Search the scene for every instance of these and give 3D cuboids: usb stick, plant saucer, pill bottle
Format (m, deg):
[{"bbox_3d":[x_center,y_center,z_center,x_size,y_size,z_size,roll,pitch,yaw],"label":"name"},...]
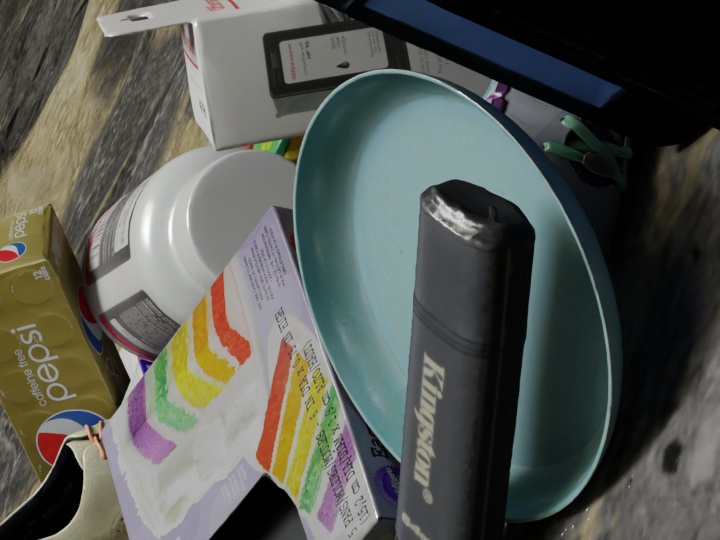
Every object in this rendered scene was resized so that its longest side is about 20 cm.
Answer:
[{"bbox_3d":[0.041,0.054,1.059,0.055,0.033,0.200,32,134,35],"label":"usb stick"},{"bbox_3d":[0.044,0.009,1.082,0.200,0.027,0.200,31,132,42],"label":"plant saucer"},{"bbox_3d":[-0.088,-0.011,1.492,0.200,0.111,0.111,155,134,-69],"label":"pill bottle"}]

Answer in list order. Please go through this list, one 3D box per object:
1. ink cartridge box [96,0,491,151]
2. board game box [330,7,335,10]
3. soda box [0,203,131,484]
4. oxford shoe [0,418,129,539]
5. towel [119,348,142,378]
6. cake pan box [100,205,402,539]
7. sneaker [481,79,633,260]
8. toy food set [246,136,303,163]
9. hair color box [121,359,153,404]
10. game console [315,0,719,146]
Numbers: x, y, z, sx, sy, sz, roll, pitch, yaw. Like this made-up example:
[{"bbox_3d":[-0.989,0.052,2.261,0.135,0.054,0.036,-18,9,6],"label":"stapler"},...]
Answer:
[{"bbox_3d":[-0.025,-0.107,1.275,0.116,0.200,0.068,-128,29,-78],"label":"ink cartridge box"},{"bbox_3d":[0.031,-0.156,1.198,0.200,0.126,0.035,-131,29,-77],"label":"board game box"},{"bbox_3d":[-0.187,0.061,1.586,0.064,0.068,0.200,-96,-12,-56],"label":"soda box"},{"bbox_3d":[-0.118,0.105,1.409,0.200,0.074,0.071,-47,36,0],"label":"oxford shoe"},{"bbox_3d":[-0.149,0.073,1.729,0.200,0.023,0.144,-62,18,20],"label":"towel"},{"bbox_3d":[-0.044,0.102,1.233,0.184,0.052,0.200,-52,43,36],"label":"cake pan box"},{"bbox_3d":[0.097,-0.077,1.127,0.088,0.074,0.200,-42,32,41],"label":"sneaker"},{"bbox_3d":[-0.036,-0.124,1.586,0.198,0.049,0.200,-22,48,65],"label":"toy food set"},{"bbox_3d":[-0.138,0.160,1.515,0.109,0.065,0.200,-143,77,-82],"label":"hair color box"},{"bbox_3d":[0.073,-0.079,0.982,0.176,0.200,0.117,-39,33,56],"label":"game console"}]
